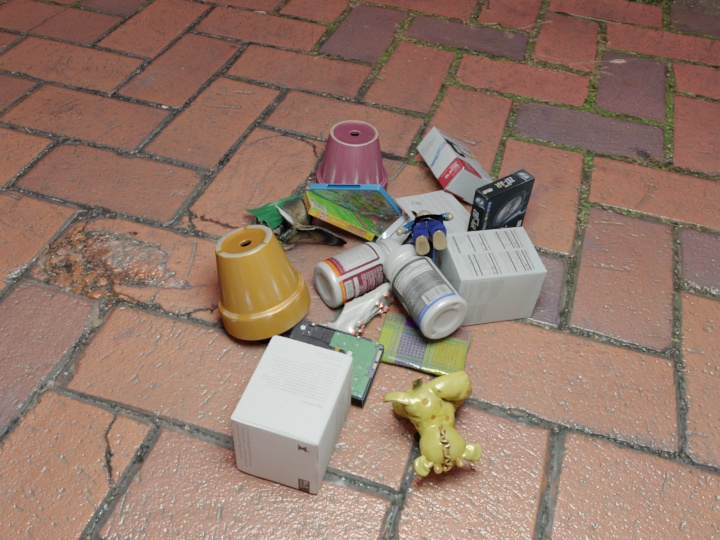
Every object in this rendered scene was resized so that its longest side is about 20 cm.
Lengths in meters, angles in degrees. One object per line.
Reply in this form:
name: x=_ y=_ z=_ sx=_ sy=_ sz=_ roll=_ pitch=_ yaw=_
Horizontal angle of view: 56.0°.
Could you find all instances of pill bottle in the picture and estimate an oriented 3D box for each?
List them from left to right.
pill bottle: x=0.000 y=0.000 z=1.559 sx=0.198 sy=0.110 sz=0.110 roll=-23 pitch=50 yaw=-26
pill bottle: x=0.134 y=0.041 z=1.461 sx=0.113 sy=0.115 sz=0.201 roll=-17 pitch=47 yaw=-20

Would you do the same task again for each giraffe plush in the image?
giraffe plush: x=0.144 y=0.290 z=1.251 sx=0.171 sy=0.200 sz=0.164 roll=-24 pitch=69 yaw=14

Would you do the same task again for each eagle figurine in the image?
eagle figurine: x=-0.145 y=-0.098 z=1.633 sx=0.199 sy=0.154 sz=0.150 roll=-25 pitch=11 yaw=-35

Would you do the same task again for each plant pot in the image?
plant pot: x=-0.223 y=0.014 z=1.441 sx=0.197 sy=0.185 sz=0.201 roll=-10 pitch=33 yaw=7
plant pot: x=-0.021 y=-0.289 z=1.802 sx=0.197 sy=0.181 sz=0.201 roll=2 pitch=43 yaw=-2

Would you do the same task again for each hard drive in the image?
hard drive: x=-0.064 y=0.188 z=1.398 sx=0.197 sy=0.038 sz=0.141 roll=13 pitch=55 yaw=13

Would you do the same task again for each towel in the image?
towel: x=0.138 y=0.163 z=1.465 sx=0.197 sy=0.023 sz=0.144 roll=12 pitch=46 yaw=9

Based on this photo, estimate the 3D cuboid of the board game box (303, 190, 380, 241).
board game box: x=-0.046 y=-0.133 z=1.684 sx=0.198 sy=0.030 sz=0.096 roll=20 pitch=23 yaw=-23

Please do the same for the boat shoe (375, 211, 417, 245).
boat shoe: x=0.110 y=-0.098 z=1.707 sx=0.065 sy=0.074 sz=0.200 roll=46 pitch=49 yaw=2

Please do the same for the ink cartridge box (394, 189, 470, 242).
ink cartridge box: x=0.193 y=-0.126 z=1.697 sx=0.198 sy=0.057 sz=0.163 roll=-18 pitch=57 yaw=-36

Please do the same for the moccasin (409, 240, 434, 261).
moccasin: x=0.141 y=-0.033 z=1.622 sx=0.067 sy=0.081 sz=0.201 roll=8 pitch=43 yaw=-3

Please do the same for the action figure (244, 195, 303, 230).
action figure: x=-0.183 y=-0.151 z=1.742 sx=0.199 sy=0.055 sz=0.118 roll=-24 pitch=49 yaw=-35

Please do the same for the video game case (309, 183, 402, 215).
video game case: x=-0.011 y=-0.175 z=1.683 sx=0.198 sy=0.143 sz=0.018 roll=5 pitch=71 yaw=29

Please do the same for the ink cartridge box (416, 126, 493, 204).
ink cartridge box: x=0.258 y=-0.283 z=1.840 sx=0.145 sy=0.083 sz=0.201 roll=19 pitch=32 yaw=-38

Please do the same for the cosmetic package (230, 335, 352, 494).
cosmetic package: x=-0.120 y=0.262 z=1.243 sx=0.163 sy=0.166 sz=0.201 roll=14 pitch=44 yaw=11

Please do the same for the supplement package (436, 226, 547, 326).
supplement package: x=0.287 y=0.013 z=1.533 sx=0.197 sy=0.153 sz=0.152 roll=-6 pitch=46 yaw=-11

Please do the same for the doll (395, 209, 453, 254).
doll: x=0.146 y=-0.096 z=1.526 sx=0.135 sy=0.049 sz=0.200 roll=-15 pitch=21 yaw=8

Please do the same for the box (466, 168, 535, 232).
box: x=0.335 y=-0.133 z=1.653 sx=0.159 sy=0.202 sz=0.044 roll=-24 pitch=50 yaw=-27

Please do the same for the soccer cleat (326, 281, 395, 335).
soccer cleat: x=0.007 y=0.081 z=1.510 sx=0.077 sy=0.070 sz=0.200 roll=27 pitch=51 yaw=27
